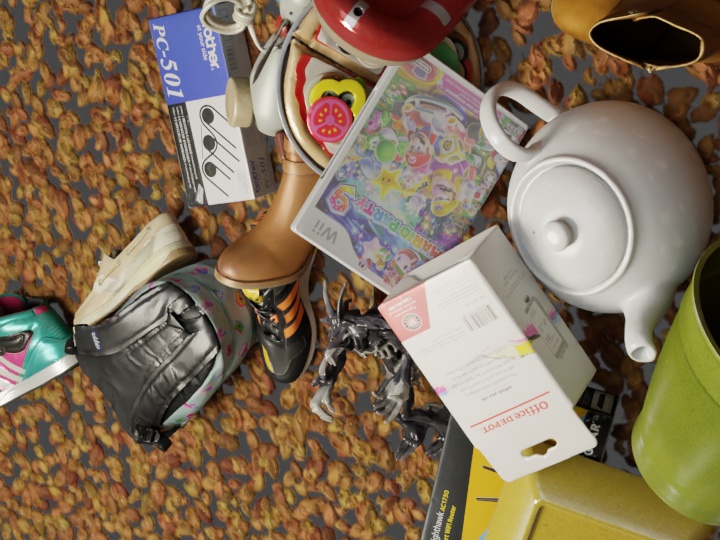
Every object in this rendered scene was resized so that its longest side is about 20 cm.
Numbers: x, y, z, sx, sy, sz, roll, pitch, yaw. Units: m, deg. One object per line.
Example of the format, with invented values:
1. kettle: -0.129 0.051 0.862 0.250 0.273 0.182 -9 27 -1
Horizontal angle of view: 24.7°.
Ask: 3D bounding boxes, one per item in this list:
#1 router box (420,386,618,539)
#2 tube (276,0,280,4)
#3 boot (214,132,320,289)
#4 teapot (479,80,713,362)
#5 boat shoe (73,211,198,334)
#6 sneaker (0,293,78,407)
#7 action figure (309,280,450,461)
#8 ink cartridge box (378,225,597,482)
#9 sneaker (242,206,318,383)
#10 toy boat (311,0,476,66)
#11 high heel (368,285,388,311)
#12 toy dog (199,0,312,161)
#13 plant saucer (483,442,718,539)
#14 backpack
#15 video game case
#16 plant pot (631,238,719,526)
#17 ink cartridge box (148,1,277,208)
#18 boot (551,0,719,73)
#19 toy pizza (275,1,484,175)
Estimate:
1. router box: 0.149 0.192 1.559 0.147 0.051 0.202 16 116 10
2. tube: -0.036 -0.254 1.597 0.200 0.050 0.078 48 128 21
3. boot: -0.062 -0.081 1.557 0.073 0.199 0.156 35 143 36
4. teapot: 0.197 -0.051 1.417 0.198 0.145 0.200 17 114 33
5. boat shoe: -0.259 0.007 1.833 0.200 0.072 0.065 -38 71 36
6. sneaker: -0.424 0.093 1.970 0.199 0.083 0.122 -27 92 31
7. action figure: 0.015 0.105 1.583 0.118 0.102 0.200 -4 134 50
8. ink cartridge box: 0.123 0.076 1.441 0.116 0.068 0.201 -27 102 38
9. sneaker: -0.094 0.028 1.696 0.069 0.090 0.203 18 114 31
10. toy boat: 0.046 -0.276 1.416 0.130 0.201 0.131 38 163 5
11. high heel: 0.000 0.000 1.575 0.072 0.141 0.201 66 145 37
12. toy dog: -0.071 -0.184 1.562 0.201 0.130 0.097 79 174 -57
13. plant saucer: 0.210 0.278 1.522 0.198 0.049 0.202 18 117 5
14. backpack: -0.203 0.076 1.773 0.167 0.127 0.200 48 127 0
15. video game case: 0.046 -0.085 1.485 0.142 0.018 0.201 33 86 -17
16. plant pot: 0.321 0.108 1.358 0.200 0.200 0.194 45 137 17
17. ink cartridge box: -0.154 -0.172 1.710 0.093 0.044 0.203 -5 100 36
18. boot: 0.217 -0.207 1.354 0.199 0.143 0.072 12 110 34
19. toy pizza: 0.021 -0.169 1.502 0.032 0.198 0.203 -139 41 -73
